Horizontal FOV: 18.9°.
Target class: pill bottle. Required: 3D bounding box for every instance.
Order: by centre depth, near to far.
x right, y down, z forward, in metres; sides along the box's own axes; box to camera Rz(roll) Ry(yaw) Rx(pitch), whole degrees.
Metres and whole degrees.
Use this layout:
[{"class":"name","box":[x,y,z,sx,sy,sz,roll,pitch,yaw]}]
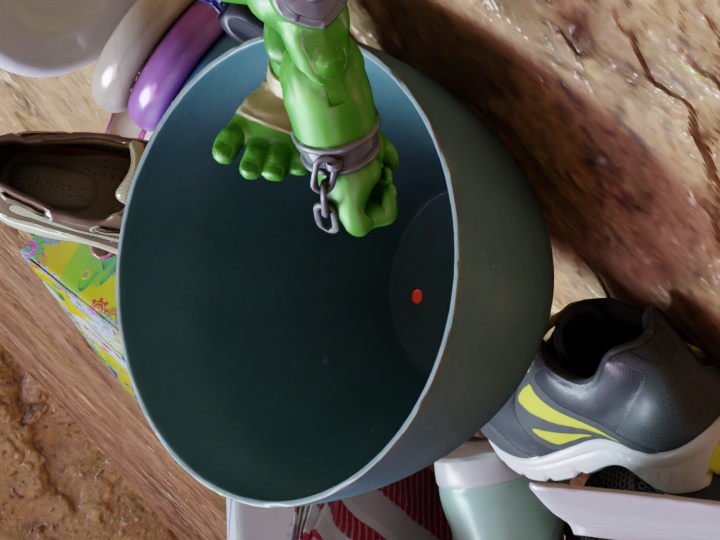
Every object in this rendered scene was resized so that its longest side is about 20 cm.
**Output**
[{"class":"pill bottle","box":[-0.202,-0.178,1.110,0.200,0.113,0.113,29,161,48]}]

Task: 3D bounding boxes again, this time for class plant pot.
[{"class":"plant pot","box":[0.008,0.004,0.956,0.135,0.200,0.200,7,-160,-48]}]

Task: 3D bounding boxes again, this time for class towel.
[{"class":"towel","box":[0.024,0.151,1.168,0.144,0.023,0.200,40,-151,-21]}]

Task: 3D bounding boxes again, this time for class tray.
[{"class":"tray","box":[0.140,0.112,0.969,0.107,0.022,0.200,6,174,14]}]

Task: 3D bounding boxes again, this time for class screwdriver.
[{"class":"screwdriver","box":[-0.095,-0.140,0.984,0.200,0.029,0.028,27,132,-14]}]

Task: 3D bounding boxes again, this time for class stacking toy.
[{"class":"stacking toy","box":[-0.032,-0.062,1.067,0.200,0.085,0.085,36,167,4]}]

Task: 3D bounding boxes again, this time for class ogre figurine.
[{"class":"ogre figurine","box":[-0.036,-0.122,0.823,0.098,0.200,0.120,-2,146,3]}]

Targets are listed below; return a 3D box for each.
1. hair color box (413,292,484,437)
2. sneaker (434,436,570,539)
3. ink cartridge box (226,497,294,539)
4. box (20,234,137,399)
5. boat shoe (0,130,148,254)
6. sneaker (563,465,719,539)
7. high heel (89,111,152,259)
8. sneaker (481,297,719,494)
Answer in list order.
[{"class":"hair color box","box":[0.000,0.000,1.183,0.200,0.064,0.111,44,167,-11]},{"class":"sneaker","box":[0.082,0.146,1.182,0.200,0.074,0.118,-13,-86,-77]},{"class":"ink cartridge box","box":[-0.007,0.159,1.295,0.200,0.145,0.088,-97,11,-49]},{"class":"box","box":[-0.097,0.043,1.482,0.200,0.122,0.193,36,165,33]},{"class":"boat shoe","box":[-0.122,-0.041,1.236,0.202,0.075,0.075,5,165,3]},{"class":"sneaker","box":[0.182,0.178,1.090,0.199,0.114,0.076,37,168,19]},{"class":"high heel","box":[-0.139,-0.071,1.301,0.067,0.096,0.200,41,167,9]},{"class":"sneaker","box":[0.109,0.048,1.015,0.085,0.074,0.200,54,156,-17]}]
